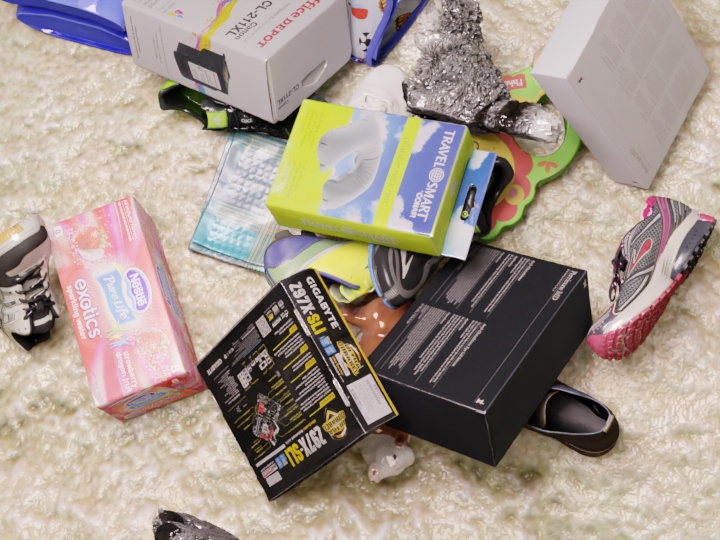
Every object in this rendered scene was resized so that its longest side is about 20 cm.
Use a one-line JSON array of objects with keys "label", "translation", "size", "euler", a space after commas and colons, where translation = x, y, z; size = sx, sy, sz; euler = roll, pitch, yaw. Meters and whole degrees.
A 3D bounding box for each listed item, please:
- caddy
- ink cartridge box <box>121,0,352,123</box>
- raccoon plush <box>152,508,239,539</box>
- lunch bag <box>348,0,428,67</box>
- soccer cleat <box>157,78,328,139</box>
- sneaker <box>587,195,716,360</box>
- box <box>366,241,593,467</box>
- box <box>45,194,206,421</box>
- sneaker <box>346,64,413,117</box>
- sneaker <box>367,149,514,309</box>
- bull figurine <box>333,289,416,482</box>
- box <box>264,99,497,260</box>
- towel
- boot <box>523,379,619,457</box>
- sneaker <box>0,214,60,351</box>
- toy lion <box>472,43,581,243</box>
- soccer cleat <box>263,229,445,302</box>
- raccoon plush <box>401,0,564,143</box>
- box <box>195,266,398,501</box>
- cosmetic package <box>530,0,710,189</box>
[{"label": "caddy", "translation": [-0.305, -0.319, 1.340], "size": [0.197, 0.141, 0.106], "euler": [16, 82, 10]}, {"label": "ink cartridge box", "translation": [-0.127, -0.257, 1.285], "size": [0.198, 0.083, 0.146], "euler": [24, 52, 26]}, {"label": "raccoon plush", "translation": [-0.153, 0.323, 1.169], "size": [0.198, 0.097, 0.136], "euler": [21, 86, 10]}, {"label": "lunch bag", "translation": [0.000, -0.347, 1.326], "size": [0.169, 0.124, 0.201], "euler": [35, 97, 14]}, {"label": "soccer cleat", "translation": [-0.123, -0.171, 1.302], "size": [0.198, 0.068, 0.081], "euler": [16, 37, 18]}, {"label": "sneaker", "translation": [0.278, 0.009, 1.210], "size": [0.074, 0.081, 0.200], "euler": [30, 57, 18]}, {"label": "box", "translation": [0.114, 0.072, 1.156], "size": [0.140, 0.080, 0.200], "euler": [14, 47, 35]}, {"label": "box", "translation": [-0.241, 0.040, 1.257], "size": [0.101, 0.095, 0.202], "euler": [-19, 74, 0]}, {"label": "sneaker", "translation": [0.005, -0.148, 1.273], "size": [0.074, 0.089, 0.202], "euler": [19, 64, 11]}, {"label": "sneaker", "translation": [0.079, -0.047, 1.187], "size": [0.200, 0.082, 0.071], "euler": [-49, 115, -22]}, {"label": "bull figurine", "translation": [0.004, 0.112, 1.222], "size": [0.120, 0.065, 0.203], "euler": [8, 71, 0]}, {"label": "box", "translation": [0.020, -0.088, 1.165], "size": [0.197, 0.048, 0.123], "euler": [12, 70, 21]}, {"label": "towel", "translation": [-0.073, -0.062, 1.305], "size": [0.197, 0.022, 0.148], "euler": [17, 78, 10]}, {"label": "boot", "translation": [0.162, 0.120, 1.189], "size": [0.198, 0.097, 0.076], "euler": [19, 78, 11]}, {"label": "sneaker", "translation": [-0.334, 0.016, 1.232], "size": [0.075, 0.200, 0.088], "euler": [-34, 80, -27]}, {"label": "toy lion", "translation": [0.139, -0.128, 1.283], "size": [0.197, 0.069, 0.195], "euler": [-8, 81, 4]}, {"label": "soccer cleat", "translation": [-0.001, 0.001, 1.223], "size": [0.197, 0.065, 0.084], "euler": [-3, 52, -19]}, {"label": "raccoon plush", "translation": [0.130, -0.205, 1.200], "size": [0.198, 0.097, 0.136], "euler": [17, 90, 25]}, {"label": "box", "translation": [-0.067, 0.113, 1.164], "size": [0.049, 0.200, 0.161], "euler": [-24, 77, -40]}, {"label": "cosmetic package", "translation": [0.265, -0.199, 1.216], "size": [0.051, 0.200, 0.152], "euler": [17, 73, 44]}]
